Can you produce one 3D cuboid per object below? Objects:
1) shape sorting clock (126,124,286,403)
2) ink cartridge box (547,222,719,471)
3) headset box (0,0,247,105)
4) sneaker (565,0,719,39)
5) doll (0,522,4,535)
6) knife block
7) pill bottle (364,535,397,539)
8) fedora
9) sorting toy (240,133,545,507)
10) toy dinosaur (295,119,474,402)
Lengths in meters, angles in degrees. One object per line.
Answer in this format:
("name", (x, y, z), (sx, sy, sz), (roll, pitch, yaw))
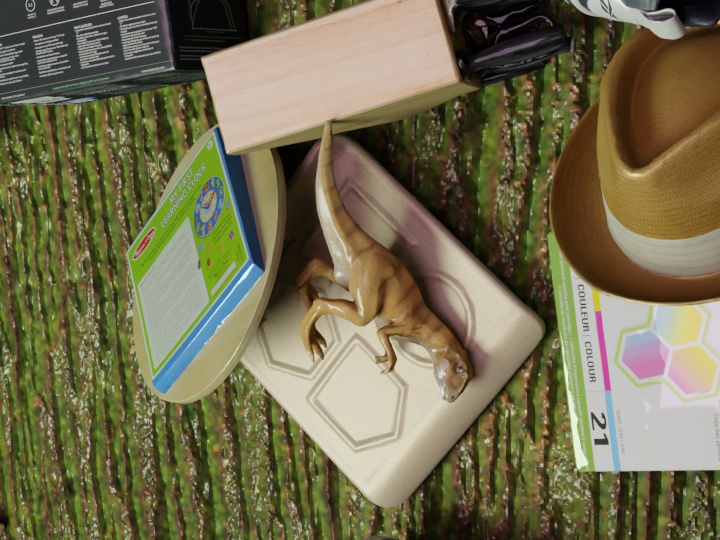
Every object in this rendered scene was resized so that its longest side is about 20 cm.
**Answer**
("shape sorting clock", (-0.106, -0.007, 0.939), (0.200, 0.039, 0.201), (-21, 63, 50))
("ink cartridge box", (0.221, 0.035, 0.776), (0.199, 0.076, 0.148), (-6, 94, 32))
("headset box", (-0.183, -0.228, 0.963), (0.174, 0.093, 0.201), (-6, 94, 31))
("sneaker", (0.201, -0.198, 0.705), (0.199, 0.080, 0.130), (-40, 42, 1))
("doll", (-0.400, 0.185, 1.175), (0.200, 0.048, 0.137), (41, 114, 19))
("knife block", (0.027, -0.133, 0.813), (0.175, 0.199, 0.064), (-18, 87, 60))
("pill bottle", (0.079, 0.253, 0.869), (0.199, 0.114, 0.114), (14, 104, 28))
("fedora", (0.181, -0.078, 0.725), (0.200, 0.082, 0.201), (-18, 48, 21))
("sorting toy", (0.005, 0.035, 0.930), (0.200, 0.036, 0.185), (43, 116, 13))
("toy dinosaur", (0.000, 0.000, 0.872), (0.106, 0.060, 0.200), (-29, 107, 24))
